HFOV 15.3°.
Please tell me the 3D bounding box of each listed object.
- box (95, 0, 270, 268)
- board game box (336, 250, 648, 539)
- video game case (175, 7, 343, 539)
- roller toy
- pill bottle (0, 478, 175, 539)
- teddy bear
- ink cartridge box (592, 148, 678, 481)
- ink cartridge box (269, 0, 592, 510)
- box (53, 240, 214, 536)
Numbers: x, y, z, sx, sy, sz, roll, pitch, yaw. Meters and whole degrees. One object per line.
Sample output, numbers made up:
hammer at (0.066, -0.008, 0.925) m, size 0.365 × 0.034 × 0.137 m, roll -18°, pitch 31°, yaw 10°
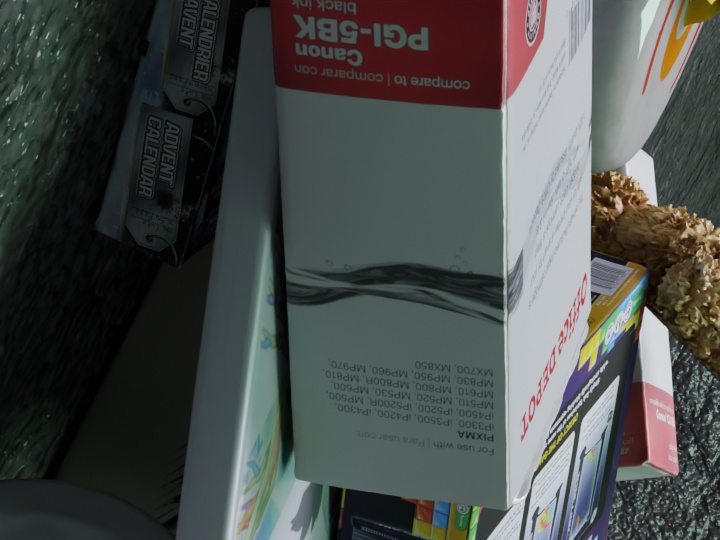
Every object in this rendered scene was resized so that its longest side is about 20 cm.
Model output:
box at (-0.024, -0.099, 1.006) m, size 0.200 × 0.040 × 0.138 m, roll -44°, pitch 155°, yaw -59°
board game box at (0.050, 0.100, 1.086) m, size 0.200 × 0.056 × 0.166 m, roll -42°, pitch 145°, yaw -57°
video game case at (-0.022, 0.021, 0.963) m, size 0.182 × 0.022 × 0.201 m, roll 23°, pitch 74°, yaw -76°
roller toy at (0.093, -0.140, 1.163) m, size 0.182 × 0.139 × 0.201 m, roll -16°, pitch 128°, yaw -75°
pill bottle at (-0.127, 0.183, 0.963) m, size 0.111 × 0.110 × 0.201 m, roll -47°, pitch 159°, yaw -54°
teddy bear at (0.172, 0.018, 1.178) m, size 0.067 × 0.200 × 0.145 m, roll -47°, pitch 124°, yaw 5°
ink cartridge box at (0.086, 0.003, 1.303) m, size 0.067 × 0.116 × 0.201 m, roll 25°, pitch 61°, yaw -68°
ink cartridge box at (0.029, -0.041, 0.923) m, size 0.147 × 0.082 × 0.201 m, roll -61°, pitch 153°, yaw -58°
box at (-0.080, 0.087, 1.073) m, size 0.201 × 0.068 × 0.082 m, roll -65°, pitch 168°, yaw -4°
